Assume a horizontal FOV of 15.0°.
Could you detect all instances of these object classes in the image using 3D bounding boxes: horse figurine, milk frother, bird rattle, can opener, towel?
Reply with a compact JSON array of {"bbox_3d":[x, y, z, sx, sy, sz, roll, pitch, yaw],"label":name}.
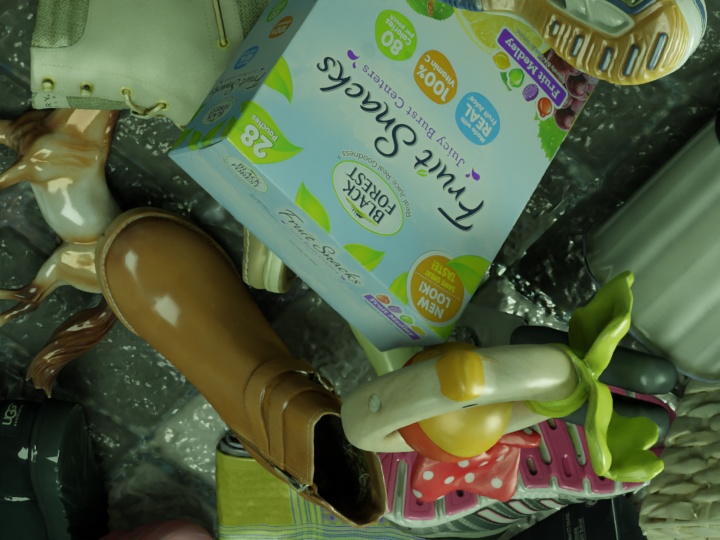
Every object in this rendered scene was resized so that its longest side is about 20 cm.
[{"bbox_3d":[-0.183,-0.031,1.593,0.132,0.050,0.201,-17,114,-4],"label":"horse figurine"},{"bbox_3d":[0.250,0.000,1.491,0.180,0.200,0.188,32,122,-20],"label":"milk frother"},{"bbox_3d":[0.061,0.065,1.465,0.163,0.113,0.199,5,168,-43],"label":"bird rattle"},{"bbox_3d":[0.112,0.056,1.570,0.066,0.200,0.053,2,97,-34],"label":"can opener"},{"bbox_3d":[-0.021,0.186,1.748,0.143,0.023,0.201,3,124,3],"label":"towel"}]

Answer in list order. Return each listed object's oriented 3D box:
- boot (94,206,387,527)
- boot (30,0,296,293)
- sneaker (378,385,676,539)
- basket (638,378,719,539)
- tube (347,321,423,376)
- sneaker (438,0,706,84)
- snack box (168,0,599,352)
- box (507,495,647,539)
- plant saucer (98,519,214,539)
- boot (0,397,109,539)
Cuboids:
[{"bbox_3d":[-0.066,0.060,1.576,0.077,0.155,0.200,-36,123,-9],"label":"boot"},{"bbox_3d":[-0.103,-0.087,1.498,0.154,0.072,0.201,-1,88,5],"label":"boot"},{"bbox_3d":[0.097,0.119,1.663,0.199,0.074,0.087,-13,165,-10],"label":"sneaker"},{"bbox_3d":[0.277,0.128,1.568,0.199,0.136,0.123,-7,135,40],"label":"basket"},{"bbox_3d":[0.000,0.000,1.593,0.052,0.058,0.201,11,134,50],"label":"tube"},{"bbox_3d":[0.089,-0.162,1.414,0.200,0.088,0.075,38,114,12],"label":"sneaker"},{"bbox_3d":[0.019,-0.086,1.455,0.169,0.200,0.068,42,154,-22],"label":"snack box"},{"bbox_3d":[0.135,0.270,1.719,0.198,0.124,0.200,-32,121,20],"label":"box"},{"bbox_3d":[-0.162,0.241,1.708,0.051,0.200,0.201,26,127,19],"label":"plant saucer"},{"bbox_3d":[-0.249,0.138,1.708,0.167,0.077,0.201,10,139,12],"label":"boot"}]
